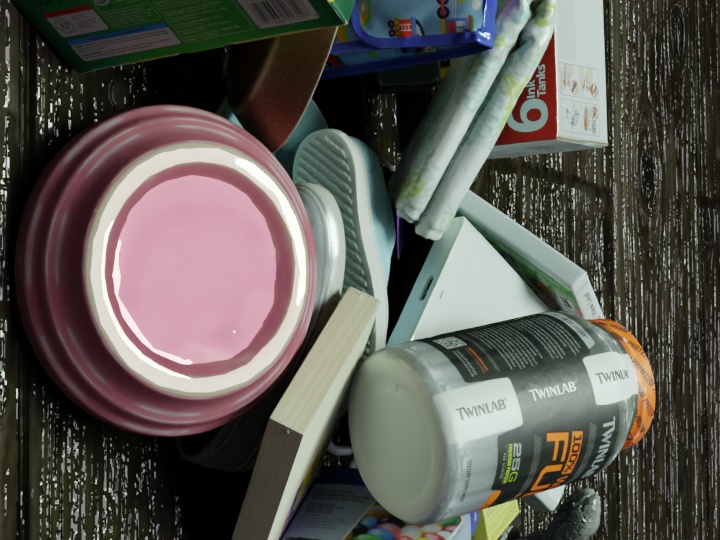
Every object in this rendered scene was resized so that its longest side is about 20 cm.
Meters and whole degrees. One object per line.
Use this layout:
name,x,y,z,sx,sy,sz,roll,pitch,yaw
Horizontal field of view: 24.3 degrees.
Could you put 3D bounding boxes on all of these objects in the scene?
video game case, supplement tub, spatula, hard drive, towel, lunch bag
video game case,0.130,0.007,1.380,0.022,0.200,0.182,-45,143,-10
supplement tub,0.101,0.097,1.160,0.199,0.122,0.124,-11,98,-33
spatula,0.014,-0.106,1.350,0.057,0.020,0.202,-74,148,-69
hard drive,0.106,0.073,1.269,0.200,0.026,0.133,45,57,-31
towel,0.083,-0.121,1.246,0.201,0.048,0.171,-62,-174,6
lunch bag,0.021,-0.224,1.191,0.094,0.198,0.152,11,78,-61

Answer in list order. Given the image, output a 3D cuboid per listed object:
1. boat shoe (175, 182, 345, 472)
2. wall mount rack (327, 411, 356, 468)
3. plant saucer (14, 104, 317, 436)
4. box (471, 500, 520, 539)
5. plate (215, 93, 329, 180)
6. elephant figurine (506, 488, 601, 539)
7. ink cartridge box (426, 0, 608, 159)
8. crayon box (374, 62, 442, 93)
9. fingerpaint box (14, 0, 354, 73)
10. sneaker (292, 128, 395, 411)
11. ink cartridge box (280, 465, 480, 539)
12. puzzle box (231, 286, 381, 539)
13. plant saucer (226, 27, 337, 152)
boat shoe,-0.069,0.038,1.099,0.071,0.070,0.202,8,102,-54
wall mount rack,0.049,0.159,1.321,0.199,0.075,0.175,2,124,-44
plant saucer,-0.106,0.000,1.006,0.199,0.051,0.203,1,88,-33
box,0.090,0.143,1.443,0.075,0.050,0.202,-37,120,-56
plate,-0.067,-0.042,1.197,0.200,0.025,0.202,7,82,-60
elephant figurine,0.079,0.253,1.243,0.201,0.140,0.156,110,-4,-53
ink cartridge box,0.109,-0.197,1.395,0.084,0.175,0.202,1,86,-51
crayon box,0.030,-0.243,1.312,0.127,0.050,0.202,-87,173,-87
fingerpaint box,-0.087,-0.216,0.992,0.073,0.199,0.168,50,46,-43
sneaker,0.000,0.000,1.216,0.082,0.073,0.202,4,85,-58
ink cartridge box,0.009,0.191,1.157,0.200,0.118,0.042,-53,142,-58
puzzle box,-0.044,0.122,1.114,0.133,0.025,0.201,-59,172,-46
plant saucer,-0.048,-0.177,1.079,0.034,0.200,0.202,15,69,-15
